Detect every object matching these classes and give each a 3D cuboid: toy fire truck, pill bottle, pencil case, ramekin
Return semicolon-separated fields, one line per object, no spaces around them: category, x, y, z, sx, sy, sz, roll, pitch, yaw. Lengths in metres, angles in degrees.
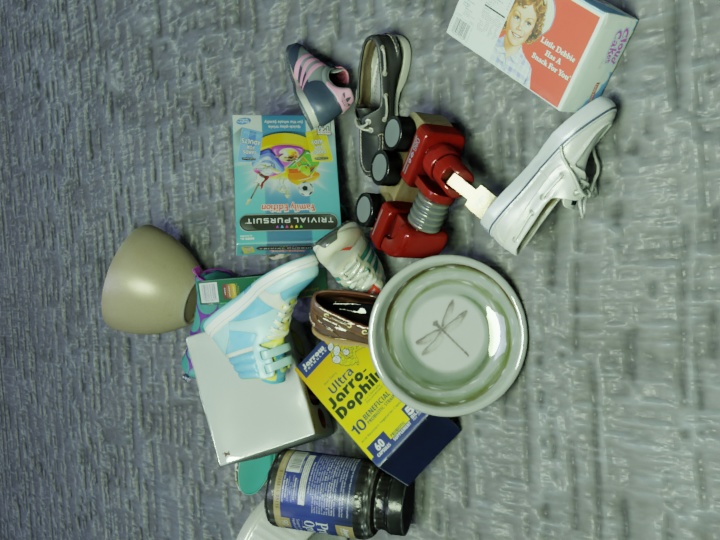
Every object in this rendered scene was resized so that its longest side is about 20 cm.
toy fire truck;0.105;-0.078;1.157;0.200;0.128;0.177;57;135;45
pill bottle;-0.028;0.321;1.314;0.198;0.112;0.113;4;100;16
pencil case;-0.266;0.097;1.629;0.092;0.085;0.202;20;113;14
ramekin;-0.103;0.443;1.417;0.094;0.202;0.204;18;110;33

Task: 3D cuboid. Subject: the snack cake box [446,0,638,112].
snack cake box;0.200;-0.278;1.045;0.200;0.067;0.116;46;126;35

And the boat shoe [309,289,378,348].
boat shoe;0.029;0.068;1.216;0.071;0.198;0.071;92;-175;-46

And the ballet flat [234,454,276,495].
ballet flat;-0.176;0.284;1.580;0.064;0.075;0.202;-122;42;-71

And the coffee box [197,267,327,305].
coffee box;-0.159;0.027;1.468;0.199;0.122;0.044;-6;90;48

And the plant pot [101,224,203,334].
plant pot;-0.357;0.034;1.671;0.133;0.200;0.202;20;114;13

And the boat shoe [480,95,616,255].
boat shoe;0.226;-0.094;1.025;0.202;0.074;0.086;-48;70;20

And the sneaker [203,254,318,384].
sneaker;-0.108;0.074;1.242;0.199;0.079;0.131;-36;82;27

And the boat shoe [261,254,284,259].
boat shoe;-0.113;-0.115;1.374;0.066;0.057;0.202;-5;60;43

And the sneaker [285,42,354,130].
sneaker;-0.058;-0.278;1.342;0.201;0.081;0.070;-107;-8;-46

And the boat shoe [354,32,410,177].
boat shoe;0.020;-0.224;1.267;0.074;0.060;0.202;31;118;42

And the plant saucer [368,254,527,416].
plant saucer;0.109;0.081;1.161;0.050;0.198;0.202;-20;-77;-86

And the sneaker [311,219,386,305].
sneaker;0.000;0.000;1.252;0.070;0.200;0.094;-35;72;3

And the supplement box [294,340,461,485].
supplement box;0.022;0.176;1.257;0.109;0.110;0.200;-46;54;-1

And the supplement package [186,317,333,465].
supplement package;-0.145;0.176;1.383;0.200;0.146;0.193;56;-163;-79

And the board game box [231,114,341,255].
board game box;-0.107;-0.125;1.327;0.047;0.149;0.202;113;154;-69

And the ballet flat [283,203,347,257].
ballet flat;-0.103;-0.060;1.419;0.199;0.068;0.068;-20;114;50
